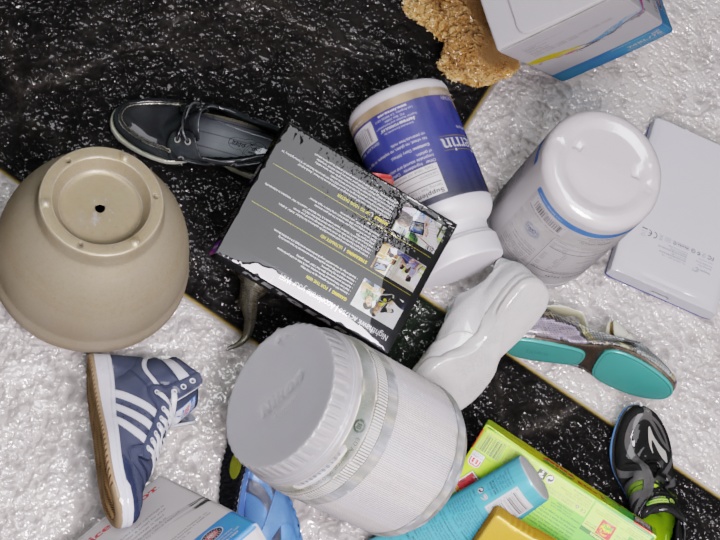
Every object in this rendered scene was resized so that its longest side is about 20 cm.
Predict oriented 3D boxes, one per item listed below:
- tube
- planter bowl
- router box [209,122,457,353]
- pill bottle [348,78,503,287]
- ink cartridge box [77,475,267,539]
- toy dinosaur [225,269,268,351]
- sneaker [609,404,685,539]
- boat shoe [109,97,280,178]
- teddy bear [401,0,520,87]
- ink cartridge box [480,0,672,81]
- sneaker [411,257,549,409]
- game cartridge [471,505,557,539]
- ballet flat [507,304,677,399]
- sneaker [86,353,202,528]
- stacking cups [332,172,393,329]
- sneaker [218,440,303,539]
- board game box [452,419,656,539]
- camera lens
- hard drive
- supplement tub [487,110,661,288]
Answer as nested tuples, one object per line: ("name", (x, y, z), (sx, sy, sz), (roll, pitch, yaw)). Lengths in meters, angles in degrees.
("tube", (0.090, 0.256, 1.501), (0.200, 0.050, 0.078), (-34, 79, 12))
("planter bowl", (-0.257, -0.037, 1.492), (0.199, 0.135, 0.201), (7, 63, -13))
("router box", (-0.026, -0.031, 1.504), (0.199, 0.051, 0.150), (31, 80, -9))
("pill bottle", (0.072, -0.092, 1.620), (0.115, 0.116, 0.201), (-17, 77, -19))
("ink cartridge box", (-0.176, 0.278, 1.378), (0.146, 0.200, 0.085), (-38, 113, -23))
("toy dinosaur", (-0.098, -0.015, 1.556), (0.077, 0.102, 0.200), (37, 66, 1))
("sneaker", (0.307, 0.236, 1.584), (0.070, 0.083, 0.201), (3, 71, -14))
("boat shoe", (-0.163, -0.145, 1.603), (0.198, 0.066, 0.075), (19, 68, -7))
("teddy bear", (0.115, -0.293, 1.733), (0.145, 0.067, 0.201), (-18, 75, -38))
("ink cartridge box", (0.225, -0.314, 1.664), (0.146, 0.200, 0.147), (-22, 78, 25))
("sneaker", (0.106, 0.071, 1.596), (0.200, 0.088, 0.075), (-45, 130, 0))
("game cartridge", (0.170, 0.347, 1.485), (0.199, 0.032, 0.177), (32, 107, -2))
("ballet flat", (0.249, 0.077, 1.635), (0.199, 0.072, 0.072), (18, 68, -10))
("sneaker", (-0.199, 0.156, 1.460), (0.108, 0.070, 0.201), (0, 44, -18))
("stacking cups", (0.000, 0.000, 1.569), (0.060, 0.060, 0.201), (5, 88, -13))
("sneaker", (-0.095, 0.232, 1.498), (0.078, 0.066, 0.201), (11, 68, -24))
("board game box", (0.185, 0.248, 1.530), (0.199, 0.048, 0.102), (33, 96, 8))
("camera lens", (-0.008, 0.154, 1.458), (0.200, 0.159, 0.161), (31, 62, -39))
("hard drive", (0.365, -0.060, 1.732), (0.131, 0.025, 0.201), (23, 68, -6))
("supplement tub", (0.220, -0.071, 1.604), (0.131, 0.200, 0.133), (4, 71, -13))
